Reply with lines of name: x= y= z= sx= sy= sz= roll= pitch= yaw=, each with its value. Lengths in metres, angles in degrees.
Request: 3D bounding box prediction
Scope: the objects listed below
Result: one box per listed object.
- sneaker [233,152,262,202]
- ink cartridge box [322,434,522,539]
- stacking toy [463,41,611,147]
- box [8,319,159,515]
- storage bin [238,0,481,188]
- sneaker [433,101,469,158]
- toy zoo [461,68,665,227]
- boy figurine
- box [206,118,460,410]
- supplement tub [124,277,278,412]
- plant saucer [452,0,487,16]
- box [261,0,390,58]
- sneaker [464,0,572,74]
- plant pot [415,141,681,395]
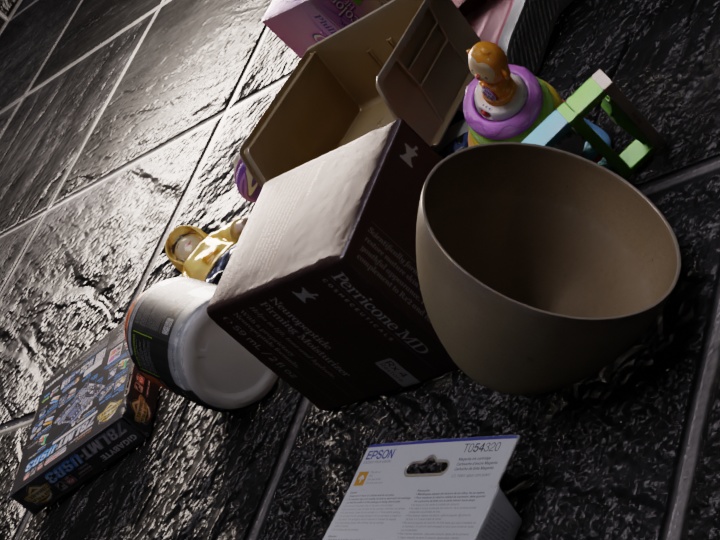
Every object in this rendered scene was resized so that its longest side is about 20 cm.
sneaker: x=-0.088 y=-0.113 z=1.798 sx=0.199 sy=0.080 sz=0.084 roll=-19 pitch=51 yaw=52
ink cartridge box: x=0.033 y=0.224 z=1.182 sx=0.196 sy=0.043 sz=0.201 roll=-12 pitch=42 yaw=54
stacking toy: x=0.130 y=-0.136 z=1.322 sx=0.116 sy=0.200 sz=0.110 roll=38 pitch=84 yaw=29
box: x=-0.315 y=0.162 z=1.814 sx=0.200 sy=0.050 sz=0.199 roll=-36 pitch=29 yaw=25
storage bin: x=0.003 y=-0.169 z=1.533 sx=0.199 sy=0.094 sz=0.199 roll=-22 pitch=28 yaw=41
sneaker: x=0.083 y=-0.109 z=1.527 sx=0.198 sy=0.081 sz=0.116 roll=-22 pitch=32 yaw=34
toy zoo: x=0.155 y=-0.067 z=1.286 sx=0.200 sy=0.131 sz=0.021 roll=-44 pitch=56 yaw=11
boy figurine: x=-0.170 y=-0.014 z=1.806 sx=0.125 sy=0.064 sz=0.200 roll=-54 pitch=29 yaw=-3
box: x=0.000 y=0.000 z=1.393 sx=0.199 sy=0.166 sz=0.165 roll=-21 pitch=36 yaw=46
supplement tub: x=-0.171 y=0.073 z=1.620 sx=0.123 sy=0.122 sz=0.200 roll=-55 pitch=27 yaw=-12
plant saucer: x=0.132 y=-0.320 z=1.656 sx=0.200 sy=0.037 sz=0.200 roll=-45 pitch=-1 yaw=20
box: x=0.012 y=-0.315 z=1.791 sx=0.096 sy=0.176 sz=0.201 roll=-13 pitch=44 yaw=51
sneaker: x=0.163 y=-0.281 z=1.617 sx=0.104 sy=0.075 sz=0.201 roll=1 pitch=59 yaw=52
plant pot: x=0.129 y=0.016 z=1.180 sx=0.201 sy=0.198 sz=0.135 roll=-84 pitch=7 yaw=-50
